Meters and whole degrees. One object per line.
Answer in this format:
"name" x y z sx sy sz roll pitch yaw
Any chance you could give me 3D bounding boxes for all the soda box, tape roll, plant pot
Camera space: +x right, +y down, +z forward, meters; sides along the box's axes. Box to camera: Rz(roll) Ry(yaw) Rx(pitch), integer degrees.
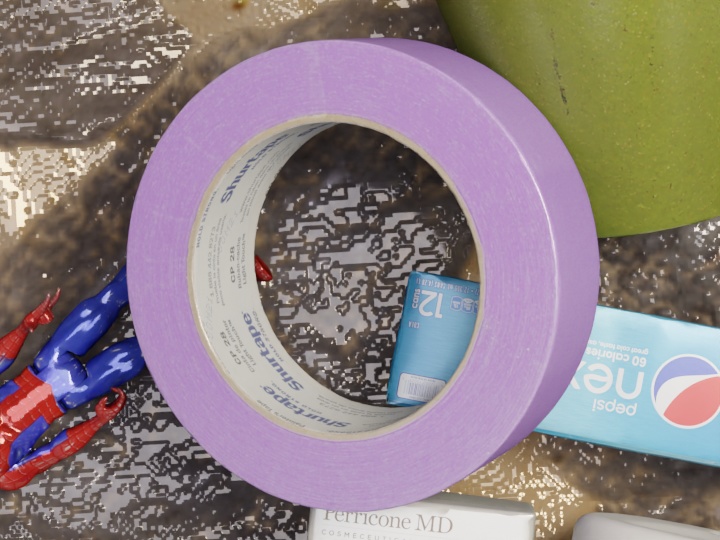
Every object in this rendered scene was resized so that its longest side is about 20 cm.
"soda box" 0.115 0.049 0.955 0.199 0.068 0.064 11 89 2
"tape roll" 0.000 0.000 0.887 0.199 0.066 0.201 3 97 21
"plant pot" 0.114 -0.122 0.921 0.186 0.187 0.201 -11 101 1

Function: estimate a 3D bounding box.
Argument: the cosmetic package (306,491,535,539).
"cosmetic package" 0.020 0.202 0.942 0.107 0.085 0.201 5 89 4

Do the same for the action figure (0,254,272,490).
"action figure" -0.136 0.045 0.973 0.200 0.052 0.065 -40 92 1

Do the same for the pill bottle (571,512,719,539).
"pill bottle" 0.137 0.218 0.924 0.114 0.114 0.201 10 88 2
